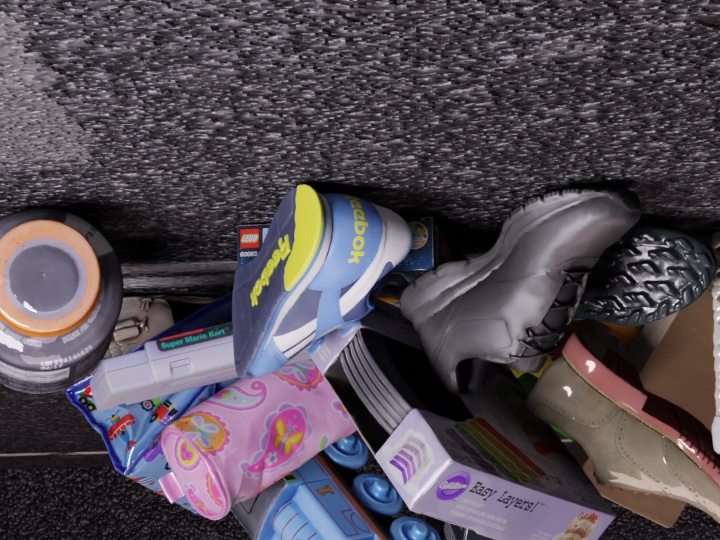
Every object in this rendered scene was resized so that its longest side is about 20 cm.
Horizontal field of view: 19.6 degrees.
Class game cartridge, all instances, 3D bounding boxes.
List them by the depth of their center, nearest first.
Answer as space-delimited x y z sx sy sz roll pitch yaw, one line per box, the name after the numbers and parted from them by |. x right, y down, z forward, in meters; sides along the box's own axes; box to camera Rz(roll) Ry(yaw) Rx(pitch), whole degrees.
-0.093 0.058 1.506 0.199 0.039 0.130 -13 169 -14 | game cartridge

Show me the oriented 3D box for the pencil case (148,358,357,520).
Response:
-0.062 0.112 1.597 0.200 0.088 0.087 -33 -172 -30 | pencil case

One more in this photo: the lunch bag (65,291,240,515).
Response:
-0.108 0.084 1.663 0.200 0.094 0.151 -41 152 3 | lunch bag

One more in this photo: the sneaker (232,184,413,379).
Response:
-0.031 0.016 1.351 0.082 0.074 0.200 2 154 -23 | sneaker

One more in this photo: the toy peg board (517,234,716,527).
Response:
0.216 0.071 1.585 0.098 0.200 0.200 32 -179 33 | toy peg board

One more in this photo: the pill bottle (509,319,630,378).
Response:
0.129 0.063 1.667 0.199 0.112 0.111 5 169 -32 | pill bottle

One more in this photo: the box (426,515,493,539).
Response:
0.104 0.189 1.664 0.078 0.142 0.200 5 -170 -5 | box

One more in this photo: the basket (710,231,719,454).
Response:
0.364 0.052 1.470 0.199 0.162 0.198 -9 168 29 | basket

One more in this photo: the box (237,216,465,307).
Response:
0.000 0.000 1.492 0.136 0.038 0.200 -3 170 9 | box

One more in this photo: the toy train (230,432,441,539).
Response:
-0.022 0.203 1.661 0.114 0.200 0.087 -6 134 -41 | toy train

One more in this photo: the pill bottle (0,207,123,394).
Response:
-0.210 0.019 1.373 0.105 0.107 0.200 0 170 -10 | pill bottle

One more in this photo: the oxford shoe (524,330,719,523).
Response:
0.202 0.129 1.457 0.200 0.075 0.070 41 -166 -6 | oxford shoe

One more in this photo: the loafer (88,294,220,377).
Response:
-0.151 0.046 1.701 0.199 0.072 0.063 -3 156 -33 | loafer

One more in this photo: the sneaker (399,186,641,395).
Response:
0.113 0.014 1.349 0.076 0.091 0.200 0 152 -42 | sneaker

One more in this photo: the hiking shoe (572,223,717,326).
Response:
0.166 -0.001 1.480 0.199 0.075 0.087 -11 -167 35 | hiking shoe

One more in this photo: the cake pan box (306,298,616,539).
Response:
0.061 0.102 1.422 0.199 0.184 0.052 23 112 -44 | cake pan box
